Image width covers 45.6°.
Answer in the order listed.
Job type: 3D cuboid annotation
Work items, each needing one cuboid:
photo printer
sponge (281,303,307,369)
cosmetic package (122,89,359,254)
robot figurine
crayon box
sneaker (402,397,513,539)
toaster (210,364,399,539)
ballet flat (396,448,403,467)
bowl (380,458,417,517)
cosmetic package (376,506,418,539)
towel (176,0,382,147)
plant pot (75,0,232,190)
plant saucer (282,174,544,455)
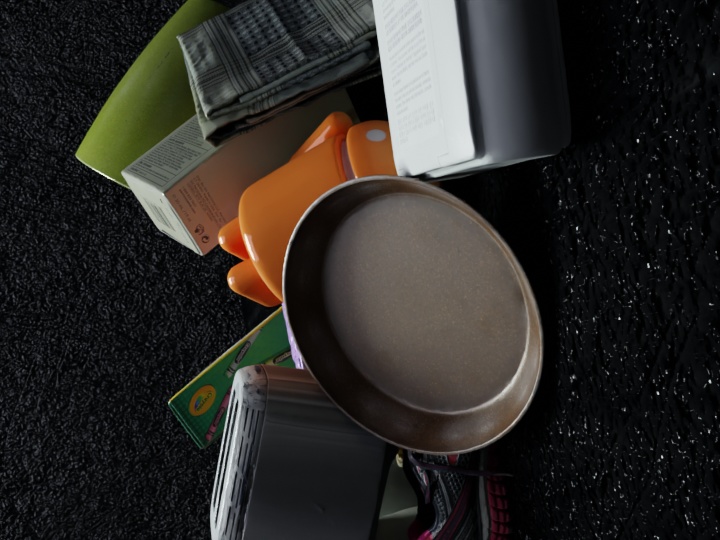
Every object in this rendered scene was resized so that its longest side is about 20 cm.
[{"bbox_3d":[0.055,-0.159,0.507,0.166,0.068,0.204,-178,79,-77],"label":"photo printer"},{"bbox_3d":[-0.014,0.036,0.775,0.030,0.110,0.204,161,98,-69],"label":"sponge"},{"bbox_3d":[-0.108,-0.114,0.791,0.105,0.200,0.072,26,151,51],"label":"cosmetic package"},{"bbox_3d":[-0.017,-0.044,0.679,0.117,0.198,0.145,55,-160,-23],"label":"robot figurine"},{"bbox_3d":[-0.092,0.084,0.851,0.059,0.199,0.119,51,172,-1],"label":"crayon box"},{"bbox_3d":[0.065,0.120,0.652,0.081,0.073,0.204,178,83,-77],"label":"sneaker"},{"bbox_3d":[-0.045,0.155,0.678,0.114,0.127,0.204,-155,76,-76],"label":"toaster"},{"bbox_3d":[0.045,0.075,0.733,0.067,0.061,0.204,-162,64,-75],"label":"ballet flat"},{"bbox_3d":[-0.001,0.170,0.838,0.090,0.200,0.202,-44,42,21],"label":"bowl"},{"bbox_3d":[0.064,0.310,0.730,0.071,0.103,0.204,-164,64,-74],"label":"cosmetic package"},{"bbox_3d":[-0.069,-0.205,0.763,0.201,0.190,0.035,-115,2,-46],"label":"towel"},{"bbox_3d":[-0.174,-0.175,0.904,0.202,0.185,0.187,-65,19,5],"label":"plant pot"},{"bbox_3d":[0.036,0.029,0.585,0.198,0.034,0.203,15,118,29],"label":"plant saucer"}]
